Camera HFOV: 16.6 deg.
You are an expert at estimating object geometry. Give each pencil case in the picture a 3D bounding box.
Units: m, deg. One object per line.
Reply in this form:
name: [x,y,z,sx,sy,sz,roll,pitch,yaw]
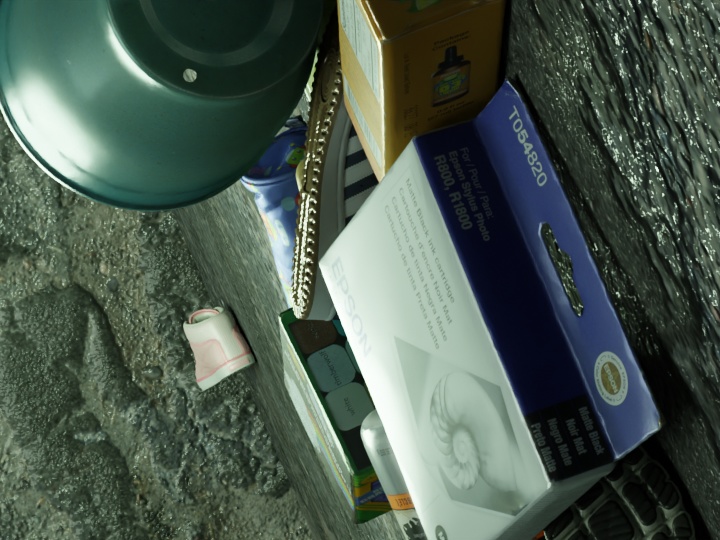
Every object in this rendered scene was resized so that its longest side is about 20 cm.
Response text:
pencil case: [-0.035,-0.017,1.926,0.087,0.078,0.201,14,135,42]

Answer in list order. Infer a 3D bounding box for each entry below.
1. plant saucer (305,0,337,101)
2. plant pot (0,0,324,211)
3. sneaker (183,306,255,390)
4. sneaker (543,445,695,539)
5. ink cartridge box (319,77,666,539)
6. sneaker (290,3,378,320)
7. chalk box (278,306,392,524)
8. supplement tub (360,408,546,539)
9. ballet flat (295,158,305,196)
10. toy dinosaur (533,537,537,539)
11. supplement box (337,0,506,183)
plant saucer: [-0.007,-0.112,1.631,0.200,0.031,0.201,156,90,-83]
plant pot: [-0.110,-0.151,1.501,0.201,0.200,0.188,65,159,0]
sneaker: [-0.206,0.105,3.496,0.105,0.075,0.200,60,165,2]
sneaker: [0.130,0.113,1.322,0.201,0.077,0.085,65,-167,25]
ink cartridge box: [0.059,0.035,1.267,0.200,0.040,0.200,-52,55,55]
sneaker: [0.024,-0.065,1.478,0.070,0.108,0.201,-133,50,-74]
chalk box: [0.025,0.072,1.650,0.200,0.124,0.125,93,152,-72]
supplement tub: [0.091,0.155,1.451,0.201,0.122,0.123,65,172,-3]
ballet flat: [0.000,0.000,1.783,0.063,0.069,0.201,11,126,38]
toy dinosaur: [0.117,0.202,1.375,0.200,0.101,0.058,44,166,-15]
supplement box: [0.029,-0.110,1.256,0.200,0.066,0.069,91,156,-72]
